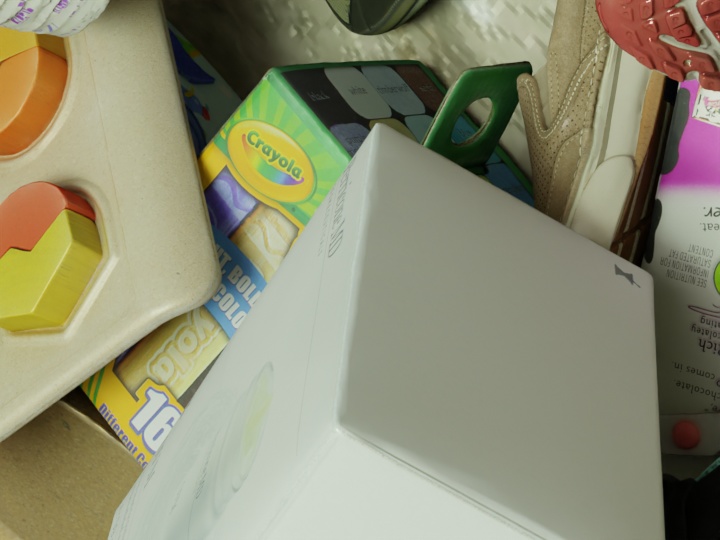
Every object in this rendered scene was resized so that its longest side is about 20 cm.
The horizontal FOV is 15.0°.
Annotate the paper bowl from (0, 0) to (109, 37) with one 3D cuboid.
[{"bbox_3d":[-0.104,-0.187,1.011,0.201,0.104,0.202,-172,90,-67],"label":"paper bowl"}]

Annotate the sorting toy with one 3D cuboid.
[{"bbox_3d":[-0.152,-0.018,1.069,0.200,0.036,0.186,-32,52,24],"label":"sorting toy"}]

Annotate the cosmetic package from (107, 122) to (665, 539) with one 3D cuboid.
[{"bbox_3d":[-0.001,0.093,0.910,0.123,0.200,0.200,30,117,-12],"label":"cosmetic package"}]

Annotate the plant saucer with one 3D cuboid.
[{"bbox_3d":[-0.129,0.095,1.154,0.200,0.035,0.201,23,143,18],"label":"plant saucer"}]

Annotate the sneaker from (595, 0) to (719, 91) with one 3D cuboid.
[{"bbox_3d":[0.163,-0.130,0.951,0.082,0.200,0.078,44,154,41],"label":"sneaker"}]

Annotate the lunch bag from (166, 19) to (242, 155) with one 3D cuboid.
[{"bbox_3d":[-0.147,-0.061,1.172,0.200,0.082,0.161,45,111,17],"label":"lunch bag"}]

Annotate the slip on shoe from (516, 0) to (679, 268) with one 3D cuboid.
[{"bbox_3d":[0.087,-0.057,1.024,0.060,0.076,0.201,13,86,22],"label":"slip on shoe"}]

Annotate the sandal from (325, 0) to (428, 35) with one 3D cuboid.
[{"bbox_3d":[0.044,-0.154,1.049,0.201,0.057,0.080,-30,77,57],"label":"sandal"}]

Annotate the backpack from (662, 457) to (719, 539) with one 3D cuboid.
[{"bbox_3d":[0.121,0.176,0.901,0.176,0.200,0.154,-35,104,11],"label":"backpack"}]

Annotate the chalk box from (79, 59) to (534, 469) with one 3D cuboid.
[{"bbox_3d":[0.000,0.000,1.068,0.200,0.125,0.124,-47,72,26],"label":"chalk box"}]

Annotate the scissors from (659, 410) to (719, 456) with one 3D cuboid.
[{"bbox_3d":[0.131,0.065,0.991,0.199,0.014,0.073,-18,89,27],"label":"scissors"}]

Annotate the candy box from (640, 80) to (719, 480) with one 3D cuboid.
[{"bbox_3d":[0.176,-0.002,1.003,0.136,0.061,0.201,17,102,26],"label":"candy box"}]
